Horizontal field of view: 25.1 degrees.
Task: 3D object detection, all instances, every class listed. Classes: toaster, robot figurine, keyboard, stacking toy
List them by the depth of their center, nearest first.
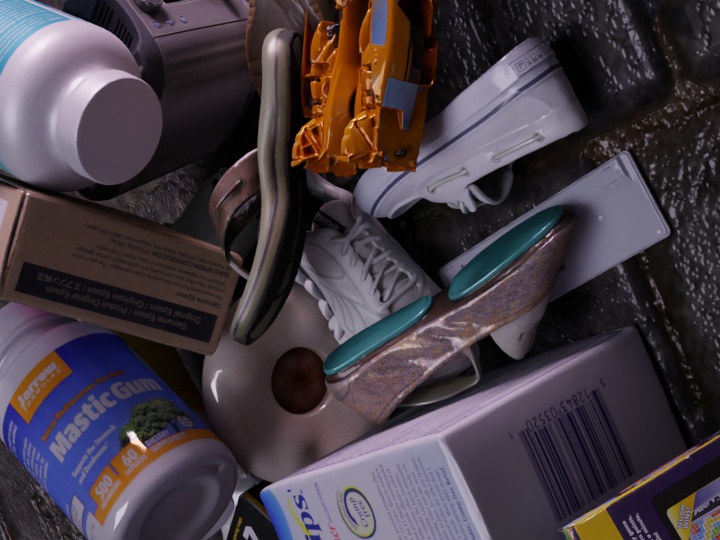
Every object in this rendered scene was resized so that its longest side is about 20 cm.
[{"bbox_3d":[0.005,-0.160,0.983,0.145,0.058,0.203,1,86,63],"label":"robot figurine"},{"bbox_3d":[0.117,-0.011,1.024,0.057,0.011,0.200,58,141,2],"label":"keyboard"},{"bbox_3d":[-0.152,-0.137,1.173,0.114,0.128,0.201,52,138,18],"label":"toaster"},{"bbox_3d":[-0.077,0.079,1.219,0.199,0.145,0.148,-2,107,65],"label":"stacking toy"}]

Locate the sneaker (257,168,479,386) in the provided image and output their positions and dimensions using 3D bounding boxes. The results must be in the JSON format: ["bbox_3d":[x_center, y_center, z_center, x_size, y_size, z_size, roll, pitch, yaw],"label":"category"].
[{"bbox_3d":[0.000,0.000,1.090,0.200,0.075,0.081,41,154,25],"label":"sneaker"}]

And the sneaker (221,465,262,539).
[{"bbox_3d":[-0.103,0.161,1.320,0.201,0.075,0.088,51,136,3],"label":"sneaker"}]

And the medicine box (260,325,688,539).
[{"bbox_3d":[0.071,0.131,1.008,0.199,0.181,0.104,-26,89,51],"label":"medicine box"}]

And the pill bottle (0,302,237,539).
[{"bbox_3d":[-0.186,0.107,1.131,0.200,0.111,0.113,41,135,29],"label":"pill bottle"}]

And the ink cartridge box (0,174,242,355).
[{"bbox_3d":[-0.199,-0.012,1.123,0.199,0.163,0.076,20,93,59],"label":"ink cartridge box"}]

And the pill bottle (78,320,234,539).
[{"bbox_3d":[-0.176,0.116,1.251,0.201,0.111,0.113,57,142,28],"label":"pill bottle"}]

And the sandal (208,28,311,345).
[{"bbox_3d":[-0.067,-0.053,1.042,0.057,0.080,0.204,4,86,9],"label":"sandal"}]

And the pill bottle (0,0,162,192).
[{"bbox_3d":[-0.218,-0.119,1.066,0.199,0.110,0.112,26,127,40],"label":"pill bottle"}]

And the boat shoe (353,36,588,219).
[{"bbox_3d":[0.064,-0.066,1.002,0.067,0.073,0.200,55,146,3],"label":"boat shoe"}]

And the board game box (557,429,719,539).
[{"bbox_3d":[0.227,0.184,0.872,0.201,0.164,0.057,60,177,8],"label":"board game box"}]

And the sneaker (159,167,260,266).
[{"bbox_3d":[-0.128,-0.025,1.267,0.119,0.073,0.200,-60,25,0],"label":"sneaker"}]

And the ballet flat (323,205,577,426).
[{"bbox_3d":[0.068,0.034,1.015,0.199,0.068,0.067,-34,104,25],"label":"ballet flat"}]

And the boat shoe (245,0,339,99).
[{"bbox_3d":[-0.038,-0.183,1.083,0.073,0.063,0.202,5,117,30],"label":"boat shoe"}]

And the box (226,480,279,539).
[{"bbox_3d":[-0.045,0.279,1.255,0.159,0.049,0.201,39,131,25],"label":"box"}]
